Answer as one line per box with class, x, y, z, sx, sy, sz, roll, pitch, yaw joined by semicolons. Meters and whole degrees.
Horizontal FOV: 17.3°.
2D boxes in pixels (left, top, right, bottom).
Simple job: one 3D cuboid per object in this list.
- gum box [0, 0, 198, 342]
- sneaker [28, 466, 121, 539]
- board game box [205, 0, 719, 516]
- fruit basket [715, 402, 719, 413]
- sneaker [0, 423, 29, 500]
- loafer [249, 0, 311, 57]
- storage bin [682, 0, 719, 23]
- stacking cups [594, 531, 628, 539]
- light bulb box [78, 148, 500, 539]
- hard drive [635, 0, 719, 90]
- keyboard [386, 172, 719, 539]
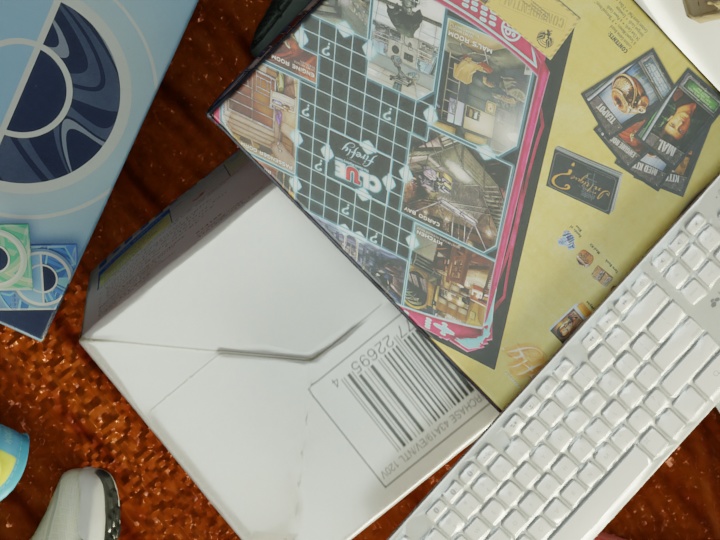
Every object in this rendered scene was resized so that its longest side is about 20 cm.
gum box;-0.165;-0.094;0.954;0.169;0.045;0.201;24;113;-9
sneaker;-0.162;0.174;1.020;0.081;0.075;0.201;23;93;3
board game box;0.061;-0.032;0.833;0.135;0.035;0.200;-44;99;0
fruit basket;0.265;0.064;1.030;0.185;0.094;0.201;-34;100;-1
sneaker;-0.212;0.050;0.992;0.130;0.080;0.201;-13;114;-4
loafer;0.032;-0.158;1.005;0.063;0.072;0.201;36;89;-12
storage bin;0.203;-0.210;0.888;0.199;0.094;0.200;-13;96;-14
stacking cups;0.186;0.158;1.020;0.199;0.060;0.061;19;94;13
light bulb box;0.000;0.000;0.949;0.198;0.200;0.125;-38;98;0
hard drive;0.178;-0.121;0.977;0.132;0.027;0.200;-46;120;-11
keyboard;0.093;0.041;0.822;0.056;0.011;0.200;42;91;-9
